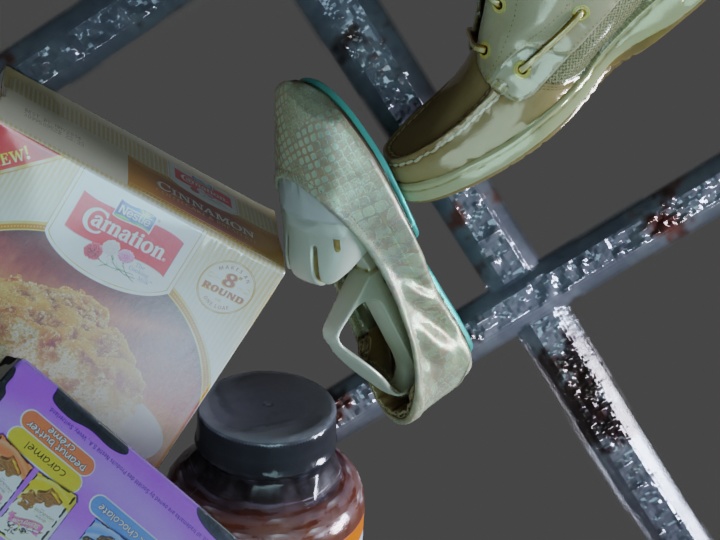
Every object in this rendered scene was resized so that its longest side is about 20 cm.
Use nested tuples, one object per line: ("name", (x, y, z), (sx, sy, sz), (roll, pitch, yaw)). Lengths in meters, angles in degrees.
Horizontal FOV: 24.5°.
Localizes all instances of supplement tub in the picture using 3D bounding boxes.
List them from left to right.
("supplement tub", (-0.051, 0.157, 0.861), (0.106, 0.107, 0.202), (0, 116, -9))

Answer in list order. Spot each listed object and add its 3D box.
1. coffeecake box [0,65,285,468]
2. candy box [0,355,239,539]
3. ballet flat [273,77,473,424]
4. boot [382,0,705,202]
("coffeecake box", (-0.152, 0.030, 0.800), (0.152, 0.073, 0.201), (27, 109, -20))
("candy box", (-0.153, 0.167, 0.724), (0.168, 0.071, 0.201), (42, 75, -13))
("ballet flat", (0.000, 0.000, 0.795), (0.062, 0.067, 0.201), (-46, 129, -20))
("boot", (0.057, -0.141, 0.746), (0.199, 0.073, 0.156), (-39, 117, 9))
